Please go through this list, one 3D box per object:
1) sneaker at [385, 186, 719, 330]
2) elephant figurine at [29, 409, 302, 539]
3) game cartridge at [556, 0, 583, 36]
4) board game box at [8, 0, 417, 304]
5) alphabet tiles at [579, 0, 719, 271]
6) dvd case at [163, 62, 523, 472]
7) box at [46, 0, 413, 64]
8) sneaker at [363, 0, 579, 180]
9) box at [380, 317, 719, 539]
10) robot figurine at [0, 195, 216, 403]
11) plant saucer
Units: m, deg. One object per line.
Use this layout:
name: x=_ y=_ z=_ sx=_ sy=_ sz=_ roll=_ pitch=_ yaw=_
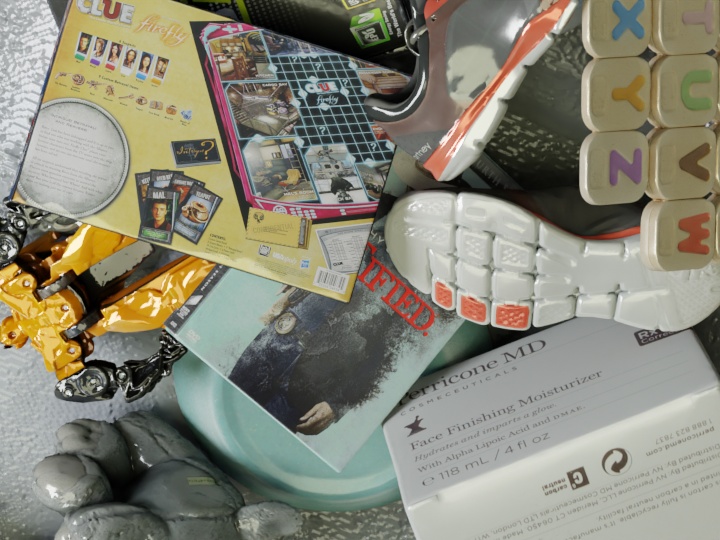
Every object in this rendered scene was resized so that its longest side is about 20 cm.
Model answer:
sneaker: x=0.111 y=-0.014 z=1.693 sx=0.199 sy=0.082 sz=0.077 roll=12 pitch=116 yaw=-6
elephant figurine: x=-0.155 y=0.195 z=1.812 sx=0.141 sy=0.155 sz=0.201 roll=-17 pitch=138 yaw=-38
game cartridge: x=0.116 y=-0.208 z=1.622 sx=0.200 sy=0.042 sz=0.133 roll=-35 pitch=117 yaw=10
board game box: x=-0.082 y=-0.074 z=1.633 sx=0.199 sy=0.035 sz=0.136 roll=17 pitch=91 yaw=-10
alphabet tiles: x=0.195 y=-0.101 z=1.620 sx=0.195 sy=0.015 sz=0.201 roll=-5 pitch=99 yaw=-41
dvd case: x=0.000 y=0.000 z=1.701 sx=0.146 sy=0.022 sz=0.200 roll=42 pitch=85 yaw=-28
box: x=-0.089 y=-0.189 z=1.649 sx=0.192 sy=0.048 sz=0.201 roll=-17 pitch=114 yaw=5
sneaker: x=0.069 y=-0.147 z=1.587 sx=0.082 sy=0.077 sz=0.200 roll=31 pitch=101 yaw=-5
box: x=0.136 y=0.149 z=1.744 sx=0.198 sy=0.131 sz=0.201 roll=-22 pitch=118 yaw=1
robot figurine: x=-0.130 y=-0.008 z=1.728 sx=0.199 sy=0.058 sz=0.145 roll=-29 pitch=103 yaw=14
plant saucer: x=-0.017 y=0.070 z=1.782 sx=0.199 sy=0.036 sz=0.201 roll=1 pitch=116 yaw=1
